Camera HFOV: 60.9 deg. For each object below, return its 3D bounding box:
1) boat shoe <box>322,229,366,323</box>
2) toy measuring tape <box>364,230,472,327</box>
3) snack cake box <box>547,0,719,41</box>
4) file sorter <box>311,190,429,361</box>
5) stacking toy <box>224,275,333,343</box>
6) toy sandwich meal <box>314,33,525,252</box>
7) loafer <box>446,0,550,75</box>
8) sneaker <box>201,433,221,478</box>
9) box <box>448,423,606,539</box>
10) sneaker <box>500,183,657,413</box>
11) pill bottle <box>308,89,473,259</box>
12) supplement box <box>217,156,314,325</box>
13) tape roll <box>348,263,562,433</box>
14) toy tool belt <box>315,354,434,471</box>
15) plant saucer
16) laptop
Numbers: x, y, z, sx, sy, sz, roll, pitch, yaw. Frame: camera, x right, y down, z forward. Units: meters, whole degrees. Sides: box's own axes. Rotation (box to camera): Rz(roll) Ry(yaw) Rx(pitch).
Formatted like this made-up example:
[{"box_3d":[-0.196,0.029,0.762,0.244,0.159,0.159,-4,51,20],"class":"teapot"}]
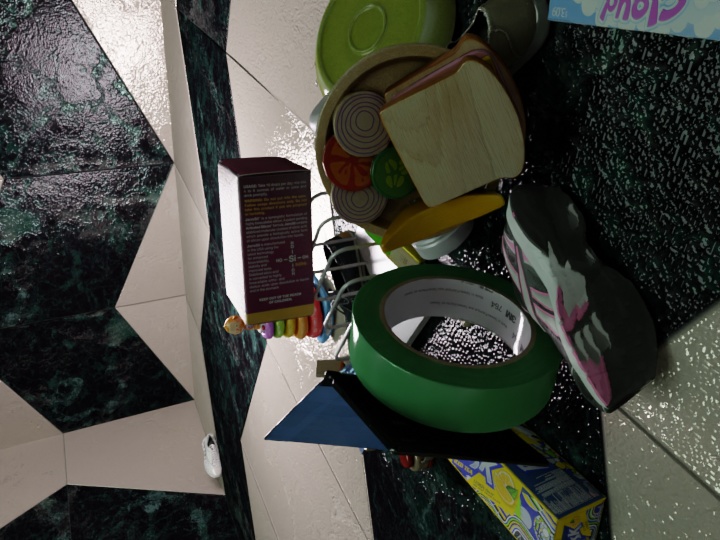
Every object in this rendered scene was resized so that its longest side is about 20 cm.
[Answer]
[{"box_3d":[-0.020,0.039,0.984,0.074,0.061,0.205,-2,99,65],"class":"boat shoe"},{"box_3d":[0.082,-0.020,0.754,0.200,0.073,0.074,45,143,19],"class":"toy measuring tape"},{"box_3d":[0.208,-0.200,0.362,0.200,0.066,0.118,-136,43,-54],"class":"snack cake box"},{"box_3d":[0.000,0.000,0.846,0.140,0.122,0.203,117,137,-53],"class":"file sorter"},{"box_3d":[-0.156,0.086,1.140,0.110,0.196,0.118,54,145,44],"class":"stacking toy"},{"box_3d":[0.054,-0.105,0.551,0.071,0.200,0.209,-88,2,-61],"class":"toy sandwich meal"},{"box_3d":[0.102,-0.196,0.600,0.200,0.068,0.077,127,128,-60],"class":"loafer"},{"box_3d":[-0.673,0.840,2.781,0.082,0.074,0.203,-58,47,44],"class":"sneaker"},{"box_3d":[0.156,0.207,0.644,0.200,0.063,0.072,-138,44,-56],"class":"box"},{"box_3d":[0.179,0.026,0.530,0.087,0.078,0.204,98,161,-59],"class":"sneaker"},{"box_3d":[0.040,-0.110,0.650,0.201,0.104,0.104,52,166,-23],"class":"pill bottle"},{"box_3d":[-0.131,-0.046,0.850,0.131,0.101,0.205,-143,49,-60],"class":"supplement box"},{"box_3d":[0.087,0.063,0.576,0.201,0.196,0.049,47,139,51],"class":"tape roll"},{"box_3d":[0.015,0.208,0.894,0.126,0.120,0.203,112,141,-51],"class":"toy tool belt"},{"box_3d":[0.015,-0.269,0.695,0.197,0.031,0.205,-6,80,37],"class":"plant saucer"},{"box_3d":[0.036,0.173,0.594,0.199,0.184,0.118,34,106,56],"class":"laptop"}]
